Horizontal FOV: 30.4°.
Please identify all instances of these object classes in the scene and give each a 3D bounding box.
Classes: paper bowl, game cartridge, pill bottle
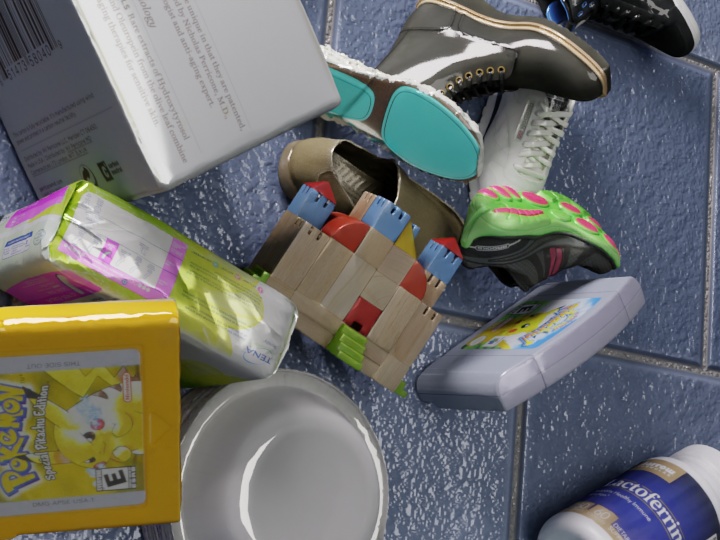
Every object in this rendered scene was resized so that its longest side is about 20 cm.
[{"bbox_3d":[-0.065,0.178,1.045,0.199,0.104,0.203,4,82,-33],"label":"paper bowl"},{"bbox_3d":[-0.222,0.106,0.903,0.198,0.032,0.178,-4,119,-14],"label":"game cartridge"},{"bbox_3d":[0.159,0.062,1.192,0.199,0.133,0.041,-33,109,-33],"label":"game cartridge"},{"bbox_3d":[0.271,0.246,1.252,0.199,0.115,0.117,-22,96,-34],"label":"pill bottle"}]

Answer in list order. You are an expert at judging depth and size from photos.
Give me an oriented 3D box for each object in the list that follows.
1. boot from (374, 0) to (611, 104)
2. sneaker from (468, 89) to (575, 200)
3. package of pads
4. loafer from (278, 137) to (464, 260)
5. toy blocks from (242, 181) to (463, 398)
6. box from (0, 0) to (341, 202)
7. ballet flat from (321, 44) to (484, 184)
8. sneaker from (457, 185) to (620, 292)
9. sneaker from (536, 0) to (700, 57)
[{"bbox_3d":[0.107,-0.162,1.178,0.139,0.199,0.078,-52,149,-23],"label":"boot"},{"bbox_3d":[0.158,-0.129,1.249,0.076,0.080,0.202,15,79,-34],"label":"sneaker"},{"bbox_3d":[-0.161,0.015,0.972,0.199,0.154,0.069,31,68,-26],"label":"package of pads"},{"bbox_3d":[0.021,-0.054,1.155,0.199,0.067,0.077,24,71,-29],"label":"loafer"},{"bbox_3d":[0.000,0.000,1.087,0.199,0.100,0.137,34,88,-25],"label":"toy blocks"},{"bbox_3d":[-0.162,-0.163,0.969,0.171,0.198,0.201,-31,102,-34],"label":"box"},{"bbox_3d":[0.023,-0.143,1.126,0.199,0.072,0.072,28,65,8],"label":"ballet flat"},{"bbox_3d":[0.160,-0.025,1.215,0.199,0.084,0.077,10,34,-39],"label":"sneaker"},{"bbox_3d":[0.246,-0.260,1.338,0.200,0.073,0.112,41,66,-13],"label":"sneaker"}]
